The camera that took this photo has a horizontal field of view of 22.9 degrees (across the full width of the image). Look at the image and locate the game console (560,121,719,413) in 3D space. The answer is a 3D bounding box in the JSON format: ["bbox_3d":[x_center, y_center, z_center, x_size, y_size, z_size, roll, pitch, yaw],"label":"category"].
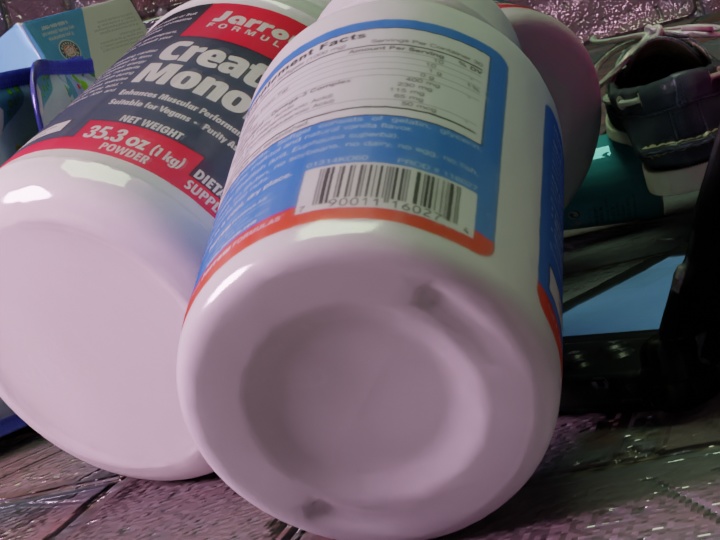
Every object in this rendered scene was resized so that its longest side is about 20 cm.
[{"bbox_3d":[0.133,-0.033,0.651,0.175,0.117,0.199,-7,12,45],"label":"game console"}]

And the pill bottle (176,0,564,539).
[{"bbox_3d":[0.011,-0.018,0.574,0.111,0.113,0.201,-13,31,16],"label":"pill bottle"}]

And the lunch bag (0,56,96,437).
[{"bbox_3d":[-0.188,-0.009,0.890,0.127,0.172,0.199,-10,8,41],"label":"lunch bag"}]

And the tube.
[{"bbox_3d":[0.065,-0.036,0.977,0.198,0.051,0.077,-10,-11,7],"label":"tube"}]

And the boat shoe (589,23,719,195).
[{"bbox_3d":[0.153,-0.091,0.898,0.074,0.062,0.200,-14,16,12],"label":"boat shoe"}]

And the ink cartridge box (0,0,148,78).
[{"bbox_3d":[-0.183,-0.063,1.220,0.125,0.201,0.128,-31,-1,31],"label":"ink cartridge box"}]

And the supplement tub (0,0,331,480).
[{"bbox_3d":[-0.058,-0.026,0.716,0.139,0.141,0.200,-10,28,34],"label":"supplement tub"}]

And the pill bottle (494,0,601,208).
[{"bbox_3d":[0.019,-0.095,0.925,0.119,0.121,0.200,-20,29,-28],"label":"pill bottle"}]
